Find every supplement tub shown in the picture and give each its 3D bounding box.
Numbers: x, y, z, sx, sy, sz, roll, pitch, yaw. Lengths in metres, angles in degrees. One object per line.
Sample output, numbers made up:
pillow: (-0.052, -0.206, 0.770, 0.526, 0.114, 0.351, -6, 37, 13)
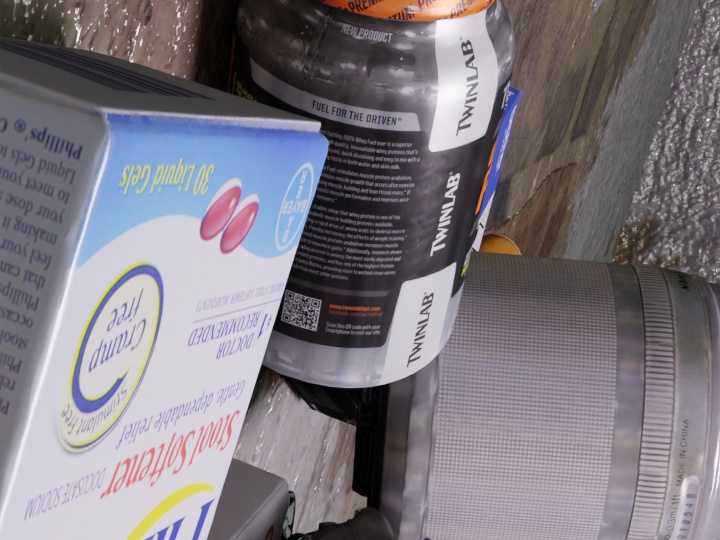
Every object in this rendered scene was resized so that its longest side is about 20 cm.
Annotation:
supplement tub: (-0.001, -0.059, 0.718, 0.123, 0.122, 0.201, -53, 159, -52)

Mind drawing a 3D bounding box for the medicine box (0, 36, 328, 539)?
medicine box: (-0.106, 0.037, 0.476, 0.182, 0.102, 0.201, -14, 122, -74)

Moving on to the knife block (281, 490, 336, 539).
knife block: (-0.083, 0.219, 0.876, 0.064, 0.176, 0.200, 23, 121, -40)

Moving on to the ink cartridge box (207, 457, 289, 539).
ink cartridge box: (-0.114, 0.176, 0.678, 0.200, 0.085, 0.147, -47, 154, -63)

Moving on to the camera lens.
camera lens: (0.098, 0.073, 0.859, 0.160, 0.198, 0.161, -175, -90, -90)

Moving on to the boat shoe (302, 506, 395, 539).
boat shoe: (0.017, 0.161, 0.794, 0.057, 0.067, 0.200, -33, 154, 3)

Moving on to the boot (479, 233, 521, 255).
boot: (0.071, 0.058, 1.285, 0.202, 0.070, 0.144, -65, 170, -1)

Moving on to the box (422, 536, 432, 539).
box: (0.002, 0.201, 0.729, 0.119, 0.041, 0.201, -34, 144, -18)

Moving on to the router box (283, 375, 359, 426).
router box: (0.000, 0.000, 0.955, 0.200, 0.051, 0.150, 64, 46, -70)

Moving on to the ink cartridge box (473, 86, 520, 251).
ink cartridge box: (0.061, -0.032, 1.154, 0.094, 0.044, 0.201, -58, 165, -44)
